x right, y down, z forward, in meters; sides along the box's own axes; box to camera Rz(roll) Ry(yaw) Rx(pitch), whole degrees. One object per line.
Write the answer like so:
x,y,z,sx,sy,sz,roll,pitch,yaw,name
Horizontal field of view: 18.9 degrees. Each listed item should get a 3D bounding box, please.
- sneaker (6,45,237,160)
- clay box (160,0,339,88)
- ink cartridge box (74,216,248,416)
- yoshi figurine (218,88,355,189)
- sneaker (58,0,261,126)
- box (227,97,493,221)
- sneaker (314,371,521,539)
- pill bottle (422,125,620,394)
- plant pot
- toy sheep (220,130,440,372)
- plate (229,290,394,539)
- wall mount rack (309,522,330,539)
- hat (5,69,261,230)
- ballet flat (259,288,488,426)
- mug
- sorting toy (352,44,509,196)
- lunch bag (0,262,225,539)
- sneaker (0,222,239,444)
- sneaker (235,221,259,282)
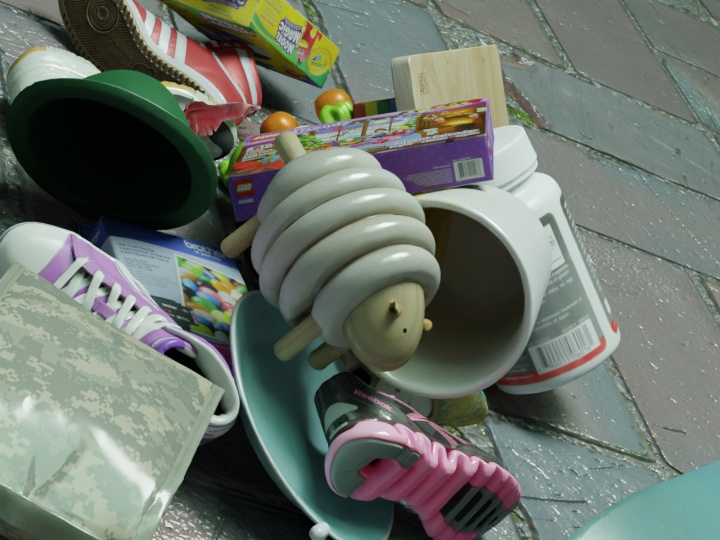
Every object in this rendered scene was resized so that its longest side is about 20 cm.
-0.193,-0.110,1.748,0.200,0.076,0.088,13,43,-25,sneaker
-0.110,-0.231,1.952,0.115,0.048,0.200,22,-4,26,clay box
-0.134,0.026,1.596,0.119,0.042,0.200,16,29,-33,ink cartridge box
-0.061,-0.097,1.836,0.112,0.112,0.200,15,29,-1,yoshi figurine
-0.172,-0.196,1.908,0.200,0.071,0.112,46,31,8,sneaker
0.004,-0.088,1.676,0.200,0.039,0.137,-9,15,6,box
0.038,0.127,1.533,0.200,0.079,0.095,33,20,-45,sneaker
0.126,-0.010,1.770,0.200,0.114,0.114,66,20,-15,pill bottle
0.200,0.241,1.488,0.200,0.141,0.141,-7,45,-44,plant pot
-0.017,-0.016,1.494,0.138,0.138,0.200,-1,53,-50,toy sheep
-0.040,0.108,1.506,0.200,0.026,0.200,49,24,-31,plate
-0.024,0.233,1.310,0.200,0.075,0.174,38,26,12,wall mount rack
-0.163,-0.143,1.652,0.166,0.200,0.176,21,58,-2,hat
0.002,0.073,1.651,0.200,0.071,0.071,35,25,2,ballet flat
0.062,-0.010,1.618,0.187,0.149,0.153,44,24,4,mug
0.066,-0.089,1.884,0.070,0.200,0.199,-6,5,26,sorting toy
-0.189,0.107,1.294,0.164,0.118,0.200,32,21,-3,lunch bag
-0.156,0.033,1.429,0.200,0.073,0.114,40,-15,-5,sneaker
0.000,0.000,1.740,0.200,0.084,0.121,44,31,5,sneaker
